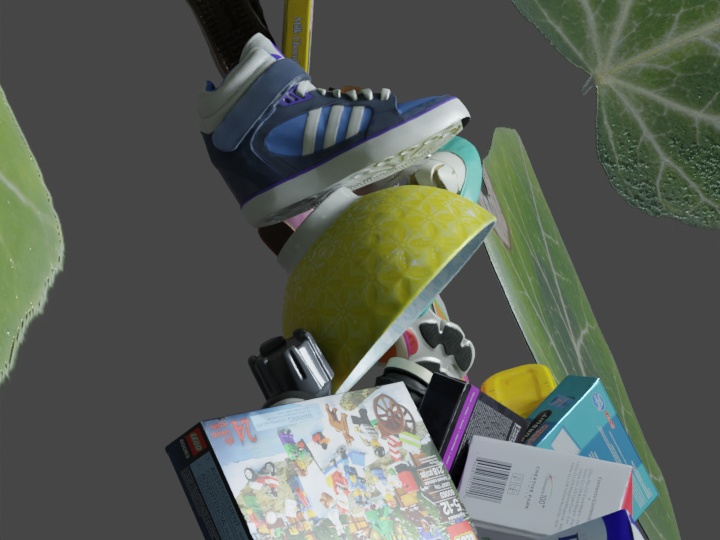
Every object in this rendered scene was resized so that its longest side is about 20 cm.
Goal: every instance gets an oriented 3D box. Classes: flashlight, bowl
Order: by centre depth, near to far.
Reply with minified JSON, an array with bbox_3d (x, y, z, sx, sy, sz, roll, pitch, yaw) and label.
[{"bbox_3d":[-0.011,0.140,1.096,0.200,0.068,0.068,63,28,-11],"label":"flashlight"},{"bbox_3d":[0.000,0.000,1.181,0.108,0.200,0.200,41,13,6],"label":"bowl"}]

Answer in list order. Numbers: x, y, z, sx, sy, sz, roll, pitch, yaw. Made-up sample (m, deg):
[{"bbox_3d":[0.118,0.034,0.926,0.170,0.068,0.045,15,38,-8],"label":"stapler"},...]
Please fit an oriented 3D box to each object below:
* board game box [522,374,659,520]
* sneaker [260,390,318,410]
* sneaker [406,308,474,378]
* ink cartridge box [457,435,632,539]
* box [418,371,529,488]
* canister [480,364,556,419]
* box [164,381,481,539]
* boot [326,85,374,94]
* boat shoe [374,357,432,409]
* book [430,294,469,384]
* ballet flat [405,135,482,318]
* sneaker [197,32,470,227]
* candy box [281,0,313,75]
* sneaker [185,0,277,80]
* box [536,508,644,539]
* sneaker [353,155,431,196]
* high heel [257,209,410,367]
[{"bbox_3d":[0.187,0.222,1.473,0.047,0.200,0.151,2,-52,54],"label":"board game box"},{"bbox_3d":[-0.017,0.180,1.002,0.108,0.067,0.202,-43,111,-78],"label":"sneaker"},{"bbox_3d":[0.023,0.034,1.429,0.200,0.081,0.083,53,-11,-28],"label":"sneaker"},{"bbox_3d":[0.172,0.237,1.246,0.200,0.175,0.084,79,27,-50],"label":"ink cartridge box"},{"bbox_3d":[0.078,0.172,1.270,0.143,0.036,0.200,-68,154,-7],"label":"box"},{"bbox_3d":[0.190,0.214,1.591,0.149,0.086,0.200,-89,163,-73],"label":"canister"},{"bbox_3d":[-0.015,0.148,0.951,0.200,0.038,0.137,-6,64,-52],"label":"box"},{"bbox_3d":[0.018,-0.133,1.482,0.200,0.070,0.146,29,9,37],"label":"boot"},{"bbox_3d":[0.049,0.149,1.325,0.063,0.074,0.201,-62,153,-22],"label":"boat shoe"},{"bbox_3d":[0.090,0.115,1.557,0.134,0.048,0.200,45,25,-63],"label":"book"},{"bbox_3d":[0.061,-0.053,1.358,0.070,0.067,0.200,66,37,-54],"label":"ballet flat"},{"bbox_3d":[-0.031,-0.136,1.206,0.081,0.200,0.147,48,17,-81],"label":"sneaker"},{"bbox_3d":[-0.057,-0.186,1.347,0.102,0.026,0.200,-95,-172,-58],"label":"candy box"},{"bbox_3d":[-0.126,-0.244,1.350,0.076,0.070,0.200,92,-20,-84],"label":"sneaker"},{"bbox_3d":[0.146,0.303,1.124,0.184,0.200,0.105,59,17,-27],"label":"box"},{"bbox_3d":[-0.001,-0.084,1.343,0.200,0.082,0.075,177,-83,-72],"label":"sneaker"},{"bbox_3d":[-0.014,-0.006,1.313,0.200,0.067,0.096,54,28,-29],"label":"high heel"}]
